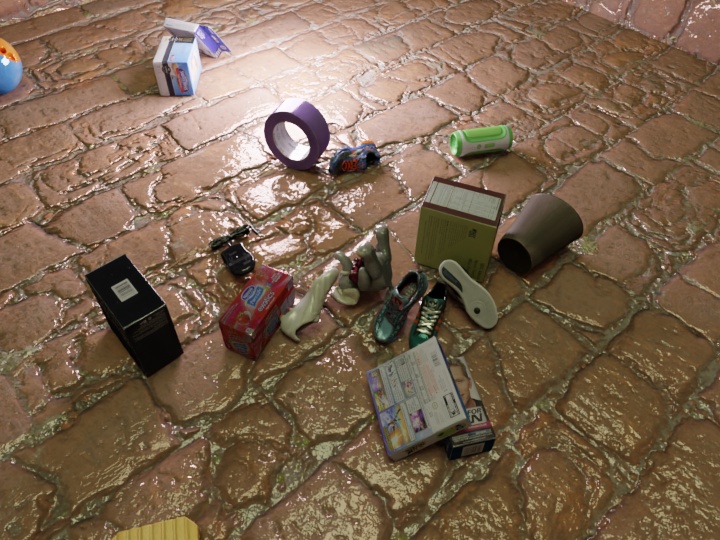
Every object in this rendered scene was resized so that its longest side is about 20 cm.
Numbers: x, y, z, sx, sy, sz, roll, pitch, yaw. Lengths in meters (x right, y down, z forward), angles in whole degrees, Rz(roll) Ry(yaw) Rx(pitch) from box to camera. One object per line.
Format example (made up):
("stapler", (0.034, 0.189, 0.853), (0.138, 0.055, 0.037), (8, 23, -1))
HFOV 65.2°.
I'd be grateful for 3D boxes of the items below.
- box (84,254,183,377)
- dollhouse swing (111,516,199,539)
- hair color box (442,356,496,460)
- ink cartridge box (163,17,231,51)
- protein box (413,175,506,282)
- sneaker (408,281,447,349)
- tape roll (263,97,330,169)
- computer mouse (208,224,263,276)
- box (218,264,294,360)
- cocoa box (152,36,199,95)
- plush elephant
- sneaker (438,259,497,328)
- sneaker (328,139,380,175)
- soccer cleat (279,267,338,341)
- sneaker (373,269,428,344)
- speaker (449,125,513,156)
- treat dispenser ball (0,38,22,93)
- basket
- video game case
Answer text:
("box", (-0.513, 0.102, 1.287), (0.103, 0.185, 0.199), (-32, 56, -28))
("dollhouse swing", (-0.359, 0.517, 0.935), (0.195, 0.183, 0.180), (-9, 68, -9))
("hair color box", (0.208, 0.293, 1.218), (0.097, 0.061, 0.203), (-9, 48, -10))
("ink cartridge box", (-0.631, -0.898, 2.194), (0.195, 0.199, 0.042), (16, 86, 16))
("protein box", (0.260, -0.109, 1.488), (0.195, 0.201, 0.136), (17, 49, 13))
("sneaker", (0.165, 0.110, 1.367), (0.070, 0.081, 0.202), (15, 49, 12))
("tape roll", (-0.198, -0.424, 1.760), (0.196, 0.203, 0.086), (18, 49, 15))
("computer mouse", (-0.313, -0.050, 1.526), (0.139, 0.047, 0.199), (-31, 44, -21))
("box", (-0.244, 0.097, 1.354), (0.093, 0.101, 0.202), (19, 50, 15))
("cocoa box", (-0.677, -0.762, 2.097), (0.127, 0.135, 0.203), (-1, 47, -3))
("plush elephant", (0.000, 0.000, 1.425), (0.151, 0.204, 0.166), (-5, 29, 24))
("sneaker", (0.280, 0.051, 1.433), (0.073, 0.112, 0.201), (-39, 85, 13))
("sneaker", (-0.017, -0.352, 1.789), (0.197, 0.076, 0.079), (-30, 58, -23))
("soccer cleat", (-0.112, 0.082, 1.371), (0.077, 0.069, 0.201), (40, 85, 18))
("sneaker", (0.086, 0.080, 1.348), (0.078, 0.096, 0.203), (29, 83, 18))
("speaker", (0.398, -0.428, 1.860), (0.195, 0.090, 0.090), (-9, 48, -10))
("treat dispenser ball", (-1.316, -0.731, 2.004), (0.195, 0.204, 0.204), (1, 47, -1))
("basket", (0.475, -0.093, 1.531), (0.179, 0.138, 0.199), (34, 59, 31))
("video game case", (0.118, 0.269, 1.196), (0.178, 0.046, 0.203), (-28, 48, 12))
